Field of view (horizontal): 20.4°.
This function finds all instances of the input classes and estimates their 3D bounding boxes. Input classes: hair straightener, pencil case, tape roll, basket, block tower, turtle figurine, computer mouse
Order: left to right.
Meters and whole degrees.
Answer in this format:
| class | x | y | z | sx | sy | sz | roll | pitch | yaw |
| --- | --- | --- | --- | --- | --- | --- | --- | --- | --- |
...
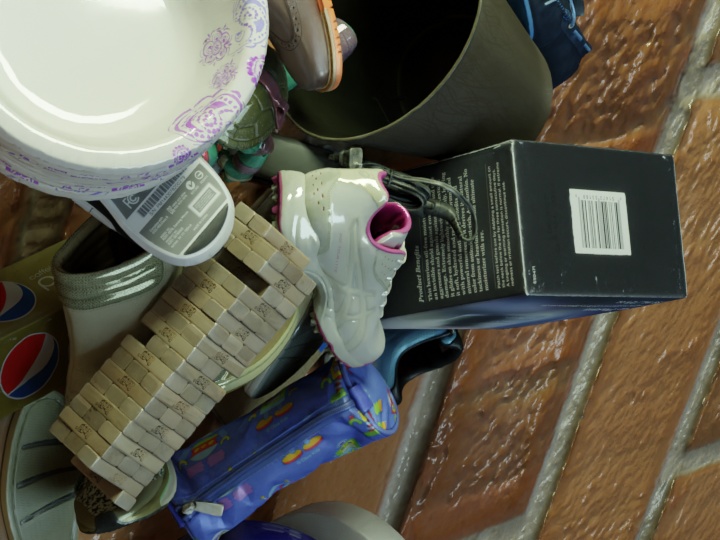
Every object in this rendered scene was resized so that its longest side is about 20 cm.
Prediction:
| class | x | y | z | sx | sy | sz | roll | pitch | yaw |
| --- | --- | --- | --- | --- | --- | --- | --- | --- | --- |
| computer mouse | -0.167 | -0.075 | 1.250 | 0.110 | 0.200 | 0.044 | -49 | -174 | -22 |
| block tower | -0.113 | 0.055 | 1.282 | 0.200 | 0.054 | 0.058 | -51 | 140 | -3 |
| turtle figurine | -0.089 | -0.119 | 1.345 | 0.200 | 0.100 | 0.150 | -50 | 131 | -30 |
| pencil case | -0.067 | 0.139 | 1.552 | 0.200 | 0.078 | 0.087 | -33 | -175 | 13 |
| tape roll | -0.020 | 0.296 | 1.702 | 0.037 | 0.202 | 0.203 | -17 | 130 | -51 |
| hair straightener | -0.006 | -0.061 | 1.435 | 0.077 | 0.199 | 0.041 | 154 | -45 | -77 |
| basket | 0.057 | -0.153 | 1.499 | 0.180 | 0.136 | 0.200 | -44 | 154 | 14 |

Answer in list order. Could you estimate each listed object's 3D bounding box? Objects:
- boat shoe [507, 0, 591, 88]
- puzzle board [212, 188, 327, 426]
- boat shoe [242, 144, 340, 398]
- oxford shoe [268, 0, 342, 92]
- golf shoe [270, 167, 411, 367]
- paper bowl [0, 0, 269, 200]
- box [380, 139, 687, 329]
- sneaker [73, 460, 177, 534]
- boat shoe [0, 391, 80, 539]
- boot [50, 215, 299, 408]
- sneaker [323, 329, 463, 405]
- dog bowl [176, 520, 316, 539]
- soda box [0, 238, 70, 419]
| class | x | y | z | sx | sy | sz | roll | pitch | yaw |
| --- | --- | --- | --- | --- | --- | --- | --- | --- | --- |
| boat shoe | 0.143 | -0.219 | 1.613 | 0.069 | 0.084 | 0.200 | -37 | 160 | -3 |
| puzzle board | -0.082 | 0.035 | 1.576 | 0.151 | 0.017 | 0.200 | -49 | 147 | -15 |
| boat shoe | -0.047 | 0.004 | 1.535 | 0.074 | 0.065 | 0.202 | -13 | 131 | -63 |
| oxford shoe | -0.079 | -0.195 | 1.281 | 0.073 | 0.071 | 0.200 | -33 | 99 | -25 |
| golf shoe | 0.000 | 0.000 | 1.434 | 0.091 | 0.076 | 0.200 | -14 | 141 | 8 |
| paper bowl | -0.161 | -0.141 | 1.187 | 0.201 | 0.201 | 0.104 | -42 | -178 | -23 |
| box | 0.116 | -0.021 | 1.573 | 0.200 | 0.198 | 0.124 | 2 | 81 | -44 |
| sneaker | -0.174 | 0.105 | 1.410 | 0.077 | 0.200 | 0.089 | -18 | 121 | 13 |
| boat shoe | -0.240 | 0.180 | 1.440 | 0.075 | 0.068 | 0.201 | -11 | 105 | -42 |
| boot | -0.120 | 0.013 | 1.344 | 0.200 | 0.072 | 0.155 | -31 | 135 | -34 |
| sneaker | 0.062 | 0.045 | 1.703 | 0.200 | 0.090 | 0.079 | -46 | 146 | -21 |
| dog bowl | -0.092 | 0.305 | 1.620 | 0.079 | 0.199 | 0.201 | -88 | -168 | -64 |
| soda box | -0.216 | 0.035 | 1.356 | 0.200 | 0.064 | 0.068 | -29 | 137 | -37 |
